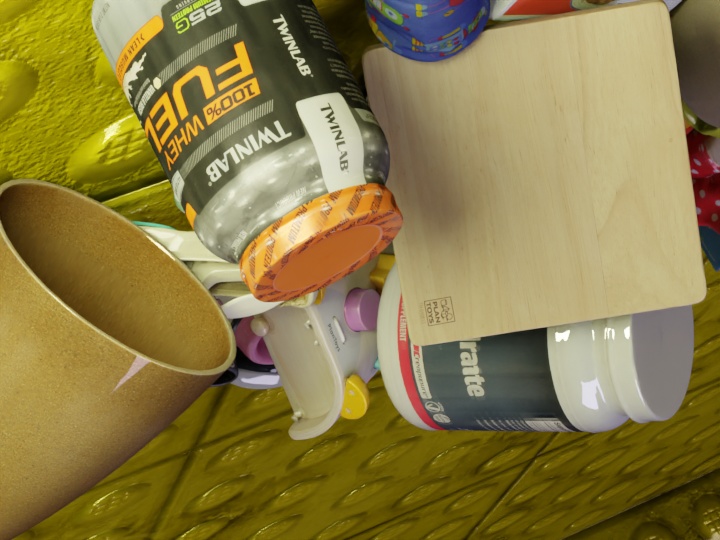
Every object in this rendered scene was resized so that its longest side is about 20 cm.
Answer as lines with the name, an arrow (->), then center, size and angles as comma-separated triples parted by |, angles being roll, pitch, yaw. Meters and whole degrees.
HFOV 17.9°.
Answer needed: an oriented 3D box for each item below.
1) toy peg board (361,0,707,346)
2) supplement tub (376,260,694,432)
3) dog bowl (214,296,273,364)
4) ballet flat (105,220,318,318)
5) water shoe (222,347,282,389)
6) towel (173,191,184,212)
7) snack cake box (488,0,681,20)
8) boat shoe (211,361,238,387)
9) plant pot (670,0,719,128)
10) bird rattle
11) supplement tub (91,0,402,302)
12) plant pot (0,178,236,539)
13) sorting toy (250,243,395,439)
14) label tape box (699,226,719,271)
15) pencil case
toy peg board -> 0.115, -0.071, 1.523 | 0.198, 0.201, 0.098 | -9, -166, 4
supplement tub -> 0.125, 0.045, 1.642 | 0.199, 0.142, 0.140 | -2, 176, 29
dog bowl -> -0.032, 0.003, 1.836 | 0.199, 0.074, 0.200 | -26, 163, -9
ballet flat -> -0.119, 0.002, 1.576 | 0.198, 0.070, 0.070 | -1, 164, 7
water shoe -> -0.041, 0.039, 1.972 | 0.199, 0.071, 0.079 | -16, 132, -30
towel -> -0.063, -0.067, 1.527 | 0.148, 0.031, 0.200 | 9, 162, 5
snack cake box -> 0.168, -0.224, 1.506 | 0.199, 0.068, 0.115 | -8, 155, -49
boat shoe -> -0.177, 0.077, 1.847 | 0.199, 0.057, 0.069 | -11, 156, -44
plant pot -> 0.292, -0.175, 1.646 | 0.134, 0.201, 0.200 | -27, 166, 31
bird rattle -> 0.264, -0.123, 1.815 | 0.113, 0.162, 0.200 | -56, 168, -22
supplement tub -> -0.062, -0.091, 1.301 | 0.122, 0.201, 0.123 | -26, 162, -9
plant pot -> -0.213, 0.076, 1.487 | 0.200, 0.186, 0.186 | -51, 156, 17
sorting toy -> 0.000, 0.000, 1.713 | 0.106, 0.201, 0.180 | 7, -142, 44
label tape box -> 0.324, -0.110, 1.943 | 0.063, 0.145, 0.200 | -21, 162, -21
pencil case -> 0.032, -0.192, 1.366 | 0.078, 0.087, 0.200 | -53, 166, -8
